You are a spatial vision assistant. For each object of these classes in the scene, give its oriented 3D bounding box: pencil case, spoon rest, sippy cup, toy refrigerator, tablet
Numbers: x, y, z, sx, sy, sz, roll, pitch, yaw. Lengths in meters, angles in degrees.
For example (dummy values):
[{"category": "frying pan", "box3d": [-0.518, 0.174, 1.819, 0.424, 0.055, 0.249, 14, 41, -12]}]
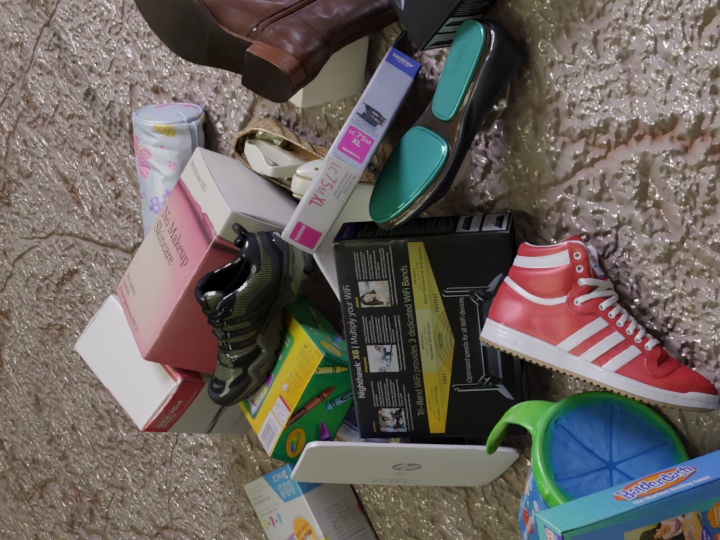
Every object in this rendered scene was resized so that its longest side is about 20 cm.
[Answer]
[{"category": "pencil case", "box3d": [-0.215, -0.094, 1.429, 0.091, 0.083, 0.200, 24, 124, 48]}, {"category": "spoon rest", "box3d": [0.000, 0.000, 1.217, 0.061, 0.099, 0.200, -102, 7, -54]}, {"category": "sippy cup", "box3d": [0.198, 0.194, 1.058, 0.130, 0.139, 0.178, 105, 149, -51]}, {"category": "toy refrigerator", "box3d": [-0.084, -0.238, 1.203, 0.200, 0.076, 0.070, 41, 136, 37]}, {"category": "tablet", "box3d": [0.039, 0.186, 1.170, 0.130, 0.199, 0.014, 115, 156, -65]}]

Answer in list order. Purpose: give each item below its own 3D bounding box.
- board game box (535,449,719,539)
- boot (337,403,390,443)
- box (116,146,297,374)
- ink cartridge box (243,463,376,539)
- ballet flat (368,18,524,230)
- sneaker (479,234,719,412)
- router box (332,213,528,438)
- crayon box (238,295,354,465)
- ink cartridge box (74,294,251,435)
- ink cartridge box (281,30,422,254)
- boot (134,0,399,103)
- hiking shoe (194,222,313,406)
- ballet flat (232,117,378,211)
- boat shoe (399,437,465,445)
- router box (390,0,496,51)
[{"category": "board game box", "box3d": [0.243, 0.234, 0.957, 0.045, 0.200, 0.152, -155, 52, -68]}, {"category": "boot", "box3d": [-0.021, 0.116, 1.329, 0.200, 0.073, 0.091, 27, 100, 48]}, {"category": "box", "box3d": [-0.158, -0.007, 1.306, 0.200, 0.109, 0.128, -57, 39, 22]}, {"category": "ink cartridge box", "box3d": [-0.044, 0.316, 1.434, 0.115, 0.068, 0.200, -34, 81, 51]}, {"category": "ballet flat", "box3d": [0.080, -0.117, 1.052, 0.073, 0.073, 0.200, 37, 108, 33]}, {"category": "sneaker", "box3d": [0.207, 0.039, 1.010, 0.200, 0.071, 0.113, 19, 92, 16]}, {"category": "router box", "box3d": [0.067, 0.053, 1.118, 0.157, 0.052, 0.200, -2, 111, 12]}, {"category": "crayon box", "box3d": [-0.073, 0.104, 1.276, 0.119, 0.058, 0.200, -62, 28, 10]}, {"category": "ink cartridge box", "box3d": [-0.206, 0.112, 1.414, 0.146, 0.200, 0.085, 45, 106, 27]}, {"category": "ink cartridge box", "box3d": [-0.002, -0.119, 1.111, 0.042, 0.200, 0.119, 29, 137, -5]}, {"category": "boot", "box3d": [-0.078, -0.244, 1.094, 0.186, 0.200, 0.064, 37, 138, 6]}, {"category": "hiking shoe", "box3d": [-0.128, 0.043, 1.235, 0.200, 0.100, 0.076, -66, 27, 17]}, {"category": "ballet flat", "box3d": [-0.059, -0.099, 1.259, 0.200, 0.065, 0.071, 28, 123, 38]}, {"category": "boat shoe", "box3d": [0.067, 0.093, 1.210, 0.070, 0.070, 0.200, -3, 111, 10]}, {"category": "router box", "box3d": [0.059, -0.311, 1.023, 0.157, 0.052, 0.200, -45, 68, 49]}]
